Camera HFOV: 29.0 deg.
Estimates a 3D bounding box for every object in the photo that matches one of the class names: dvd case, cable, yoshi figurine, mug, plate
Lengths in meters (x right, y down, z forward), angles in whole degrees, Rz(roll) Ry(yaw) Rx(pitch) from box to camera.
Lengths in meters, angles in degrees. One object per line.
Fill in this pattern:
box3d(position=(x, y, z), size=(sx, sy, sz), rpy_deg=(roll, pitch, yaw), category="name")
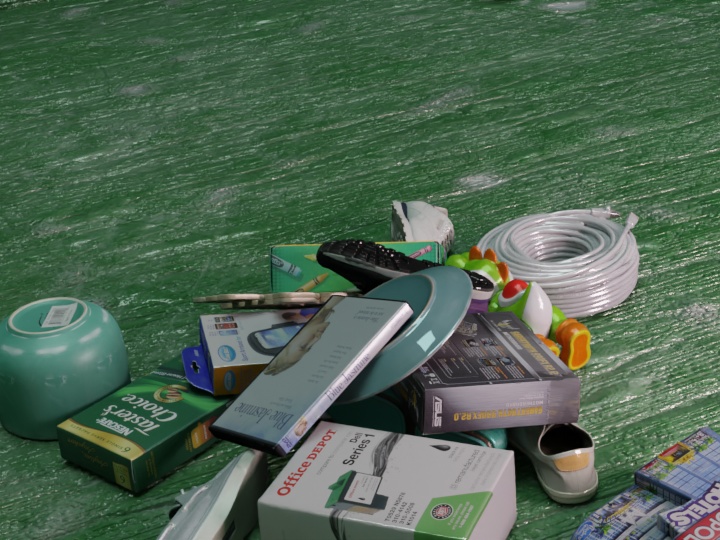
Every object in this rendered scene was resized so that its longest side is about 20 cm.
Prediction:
box3d(position=(-0.051, 0.099, 1.379), size=(0.200, 0.018, 0.143), rpy_deg=(-47, 25, -22), category="dvd case")
box3d(position=(0.240, -0.009, 1.707), size=(0.200, 0.069, 0.200), rpy_deg=(0, 27, 13), category="cable")
box3d(position=(0.164, 0.059, 1.586), size=(0.112, 0.112, 0.200), rpy_deg=(-48, 50, 3), category="yoshi figurine")
box3d(position=(-0.347, 0.095, 1.555), size=(0.152, 0.115, 0.185), rpy_deg=(-27, 33, -36), category="mug")
box3d(position=(0.023, 0.057, 1.409), size=(0.200, 0.026, 0.200), rpy_deg=(-31, 24, 15), category="plate")

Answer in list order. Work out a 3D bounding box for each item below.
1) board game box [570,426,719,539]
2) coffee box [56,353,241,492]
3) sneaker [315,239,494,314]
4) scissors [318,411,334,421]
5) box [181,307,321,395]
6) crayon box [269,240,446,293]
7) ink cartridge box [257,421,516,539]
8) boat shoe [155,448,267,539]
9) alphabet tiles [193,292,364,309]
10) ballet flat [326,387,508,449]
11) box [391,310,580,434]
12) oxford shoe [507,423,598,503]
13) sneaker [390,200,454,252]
box3d(position=(0.317, 0.233, 1.204), size=(0.200, 0.062, 0.200), rpy_deg=(-25, 31, -34), category="board game box")
box3d(position=(-0.208, 0.155, 1.482), size=(0.123, 0.044, 0.200), rpy_deg=(18, 34, 37), category="coffee box")
box3d(position=(0.040, 0.030, 1.538), size=(0.200, 0.088, 0.076), rpy_deg=(17, 18, 7), category="sneaker")
box3d(position=(-0.015, 0.156, 1.480), size=(0.200, 0.014, 0.073), rpy_deg=(-8, 28, -8), category="scissors")
box3d(position=(-0.093, 0.086, 1.522), size=(0.200, 0.042, 0.119), rpy_deg=(-2, 26, -14), category="box")
box3d(position=(0.000, 0.000, 1.660), size=(0.200, 0.058, 0.119), rpy_deg=(-1, -4, 7), category="crayon box")
box3d(position=(0.025, 0.219, 1.264), size=(0.200, 0.084, 0.146), rpy_deg=(6, 28, 22), category="ink cartridge box")
box3d(position=(-0.146, 0.229, 1.293), size=(0.071, 0.070, 0.201), rpy_deg=(7, 31, 17), category="boat shoe")
box3d(position=(-0.086, 0.036, 1.625), size=(0.195, 0.015, 0.200), rpy_deg=(0, -4, -27), category="alphabet tiles")
box3d(position=(0.061, 0.149, 1.423), size=(0.200, 0.067, 0.070), rpy_deg=(16, 33, 25), category="ballet flat")
box3d(position=(0.111, 0.099, 1.400), size=(0.158, 0.048, 0.200), rpy_deg=(-3, 18, -14), category="box")
box3d(position=(0.184, 0.157, 1.391), size=(0.075, 0.058, 0.200), rpy_deg=(-12, 25, -9), category="oxford shoe")
box3d(position=(0.085, -0.041, 1.804), size=(0.080, 0.077, 0.200), rpy_deg=(3, 27, -5), category="sneaker")
